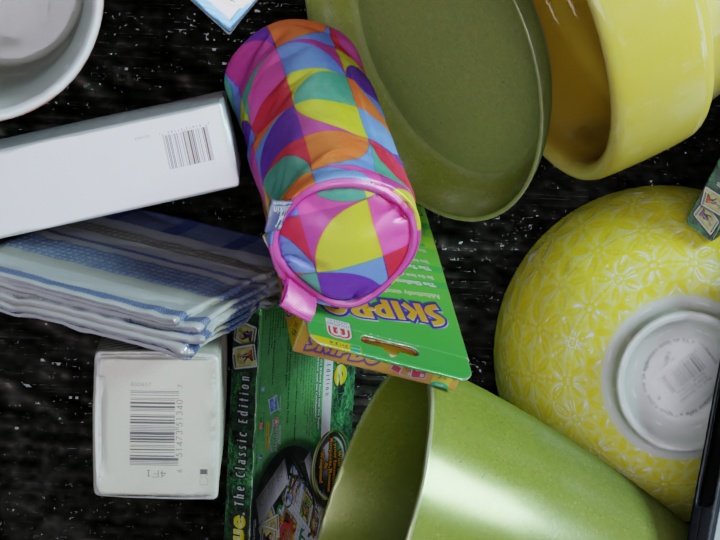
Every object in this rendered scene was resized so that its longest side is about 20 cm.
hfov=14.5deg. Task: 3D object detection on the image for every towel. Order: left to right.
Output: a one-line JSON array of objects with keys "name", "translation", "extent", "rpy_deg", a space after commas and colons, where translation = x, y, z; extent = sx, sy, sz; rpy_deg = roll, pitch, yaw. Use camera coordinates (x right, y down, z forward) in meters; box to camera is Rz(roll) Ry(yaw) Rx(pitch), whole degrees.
[{"name": "towel", "translation": [-0.118, 0.003, 1.539], "extent": [0.146, 0.200, 0.024], "rpy_deg": [14, 106, 16]}]

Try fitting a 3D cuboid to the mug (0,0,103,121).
[{"name": "mug", "translation": [-0.220, -0.160, 1.533], "extent": [0.176, 0.200, 0.134], "rpy_deg": [16, 96, -3]}]

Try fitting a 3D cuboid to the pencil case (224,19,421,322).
[{"name": "pencil case", "translation": [-0.025, -0.059, 1.528], "extent": [0.088, 0.200, 0.089], "rpy_deg": [-4, 122, -6]}]

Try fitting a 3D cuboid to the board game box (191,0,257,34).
[{"name": "board game box", "translation": [-0.061, -0.254, 1.611], "extent": [0.134, 0.034, 0.200], "rpy_deg": [40, 94, -6]}]

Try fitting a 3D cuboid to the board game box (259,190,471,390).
[{"name": "board game box", "translation": [0.000, 0.000, 1.556], "extent": [0.095, 0.200, 0.030], "rpy_deg": [14, 117, -18]}]

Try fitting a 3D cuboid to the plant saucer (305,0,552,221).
[{"name": "plant saucer", "translation": [0.043, -0.126, 1.568], "extent": [0.031, 0.200, 0.201], "rpy_deg": [-26, 98, -31]}]

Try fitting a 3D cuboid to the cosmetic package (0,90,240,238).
[{"name": "cosmetic package", "translation": [-0.167, -0.054, 1.572], "extent": [0.199, 0.151, 0.052], "rpy_deg": [-12, 99, 0]}]

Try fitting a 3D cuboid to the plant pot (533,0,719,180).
[{"name": "plant pot", "translation": [0.169, -0.177, 1.559], "extent": [0.188, 0.201, 0.202], "rpy_deg": [-25, 97, -15]}]

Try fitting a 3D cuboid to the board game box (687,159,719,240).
[{"name": "board game box", "translation": [0.251, -0.107, 1.550], "extent": [0.105, 0.200, 0.023], "rpy_deg": [-29, 64, -37]}]

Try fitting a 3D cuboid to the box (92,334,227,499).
[{"name": "box", "translation": [-0.108, 0.067, 1.563], "extent": [0.068, 0.200, 0.083], "rpy_deg": [1, 97, -2]}]

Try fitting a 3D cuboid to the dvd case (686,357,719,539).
[{"name": "dvd case", "translation": [0.236, 0.099, 1.577], "extent": [0.017, 0.142, 0.201], "rpy_deg": [5, 79, 39]}]

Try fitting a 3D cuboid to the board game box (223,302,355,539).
[{"name": "board game box", "translation": [-0.041, 0.113, 1.625], "extent": [0.023, 0.105, 0.201], "rpy_deg": [7, 97, 34]}]

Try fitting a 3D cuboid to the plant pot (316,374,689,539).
[{"name": "plant pot", "translation": [0.093, 0.166, 1.572], "extent": [0.199, 0.187, 0.188], "rpy_deg": [18, 96, -13]}]

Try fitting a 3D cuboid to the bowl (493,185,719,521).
[{"name": "bowl", "translation": [0.179, 0.056, 1.620], "extent": [0.199, 0.108, 0.202], "rpy_deg": [0, 97, -3]}]
